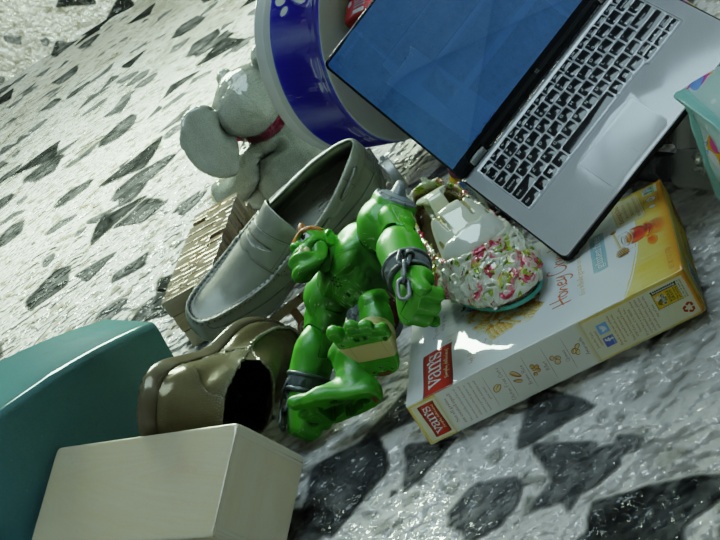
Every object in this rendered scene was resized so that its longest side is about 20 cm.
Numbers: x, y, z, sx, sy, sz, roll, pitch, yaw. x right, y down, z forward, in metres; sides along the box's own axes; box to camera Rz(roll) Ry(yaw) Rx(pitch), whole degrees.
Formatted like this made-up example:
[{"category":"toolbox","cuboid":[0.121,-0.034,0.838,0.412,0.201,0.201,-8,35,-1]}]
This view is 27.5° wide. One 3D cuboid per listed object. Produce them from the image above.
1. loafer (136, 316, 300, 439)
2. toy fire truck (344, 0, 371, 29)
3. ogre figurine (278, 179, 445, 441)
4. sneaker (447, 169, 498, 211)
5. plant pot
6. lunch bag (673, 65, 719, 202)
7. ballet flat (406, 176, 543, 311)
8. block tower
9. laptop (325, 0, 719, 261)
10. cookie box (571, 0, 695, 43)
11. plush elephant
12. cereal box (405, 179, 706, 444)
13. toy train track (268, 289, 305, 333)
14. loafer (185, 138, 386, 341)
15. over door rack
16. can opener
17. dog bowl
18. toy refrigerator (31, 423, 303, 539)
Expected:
[{"category":"loafer","cuboid":[-0.087,0.087,1.068,0.067,0.077,0.200,14,19,22]},{"category":"toy fire truck","cuboid":[0.072,-0.239,1.343,0.048,0.199,0.143,-15,56,41]},{"category":"ogre figurine","cuboid":[-0.003,0.026,1.006,0.097,0.201,0.121,3,55,-5]},{"category":"sneaker","cuboid":[0.117,-0.071,1.146,0.090,0.075,0.200,-31,13,5]},{"category":"plant pot","cuboid":[-0.231,0.132,1.137,0.199,0.142,0.141,-38,21,-30]},{"category":"lunch bag","cuboid":[0.297,-0.071,0.823,0.169,0.123,0.200,-30,30,3]},{"category":"ballet flat","cuboid":[0.068,-0.023,1.021,0.075,0.064,0.200,-33,17,-5]},{"category":"block tower","cuboid":[-0.136,-0.004,1.387,0.057,0.054,0.201,-28,22,16]},{"category":"laptop","cuboid":[0.113,-0.147,0.993,0.188,0.116,0.200,-52,42,4]},{"category":"cookie box","cuboid":[0.145,-0.182,1.170,0.198,0.076,0.170,-3,-8,34]},{"category":"plush elephant","cuboid":[-0.102,-0.149,1.500,0.164,0.156,0.200,-36,21,-5]},{"category":"cereal box","cuboid":[0.124,0.025,0.972,0.199,0.040,0.144,-28,21,16]},{"category":"toy train track","cuboid":[0.000,0.000,1.192,0.199,0.033,0.115,-39,1,-10]},{"category":"loafer","cuboid":[-0.066,-0.028,1.167,0.200,0.070,0.070,-45,54,-9]},{"category":"over door rack","cuboid":[-0.025,-0.042,1.309,0.147,0.067,0.200,-33,8,-1]},{"category":"can opener","cuboid":[0.226,-0.088,1.070,0.066,0.053,0.199,-5,8,-30]},{"category":"dog bowl","cuboid":[-0.003,-0.214,1.356,0.078,0.201,0.200,-3,36,40]},{"category":"toy refrigerator","cuboid":[-0.132,0.160,0.997,0.199,0.070,0.077,-14,55,43]}]
